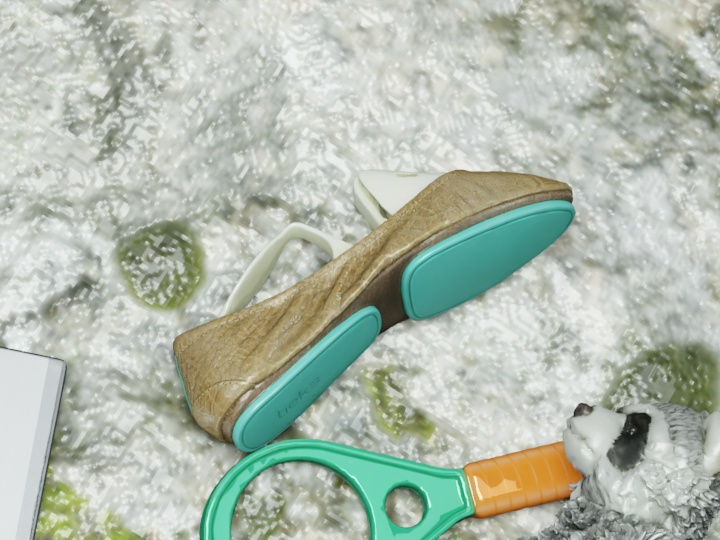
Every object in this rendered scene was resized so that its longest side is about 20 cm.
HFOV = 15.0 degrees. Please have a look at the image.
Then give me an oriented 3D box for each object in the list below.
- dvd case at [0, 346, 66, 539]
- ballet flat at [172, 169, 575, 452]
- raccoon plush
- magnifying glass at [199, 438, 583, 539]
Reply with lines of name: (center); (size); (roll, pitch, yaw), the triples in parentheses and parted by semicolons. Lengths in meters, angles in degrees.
dvd case: (-0.234, 0.091, 1.146); (0.198, 0.025, 0.151); (12, 73, -8)
ballet flat: (0.000, 0.000, 1.205); (0.199, 0.068, 0.072); (-35, 65, -14)
raccoon plush: (0.131, 0.152, 1.182); (0.134, 0.097, 0.201); (-34, 113, -19)
magnifying glass: (0.027, 0.102, 1.199); (0.199, 0.022, 0.080); (-12, 78, -12)
